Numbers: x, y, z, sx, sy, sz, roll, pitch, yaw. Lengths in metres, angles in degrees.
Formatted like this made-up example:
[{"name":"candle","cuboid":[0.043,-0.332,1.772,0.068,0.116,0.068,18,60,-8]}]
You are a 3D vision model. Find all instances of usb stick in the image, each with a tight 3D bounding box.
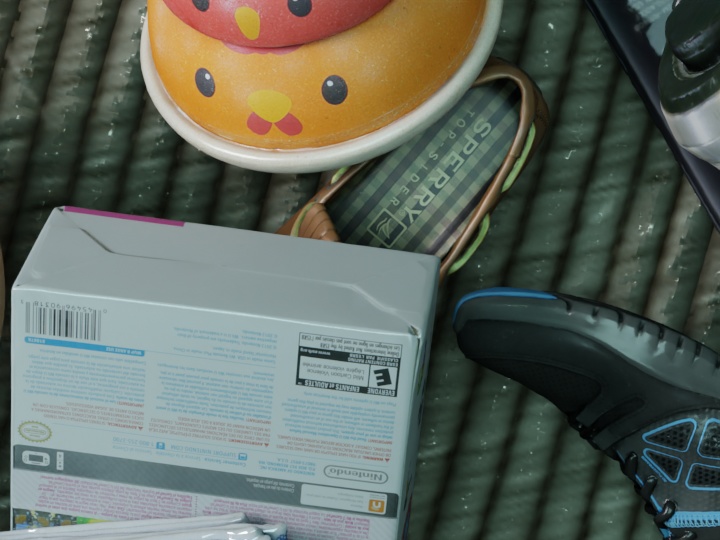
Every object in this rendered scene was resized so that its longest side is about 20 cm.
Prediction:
[{"name":"usb stick","cuboid":[0.152,-0.054,0.963,0.055,0.033,0.200,-30,88,9]}]

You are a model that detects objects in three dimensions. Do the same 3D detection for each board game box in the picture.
[{"name":"board game box","cuboid":[-0.054,0.084,0.911,0.147,0.064,0.201,8,121,3]}]

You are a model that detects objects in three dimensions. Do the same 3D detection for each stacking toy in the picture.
[{"name":"stacking toy","cuboid":[-0.035,-0.145,0.877,0.146,0.200,0.146,-8,53,11]}]

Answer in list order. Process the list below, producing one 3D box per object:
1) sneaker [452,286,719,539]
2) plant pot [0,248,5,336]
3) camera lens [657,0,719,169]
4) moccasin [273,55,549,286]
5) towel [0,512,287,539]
[{"name":"sneaker","cuboid":[0.123,0.067,0.942,0.200,0.073,0.082,23,92,4]},{"name":"plant pot","cuboid":[-0.224,-0.013,0.939,0.200,0.093,0.201,5,113,12]},{"name":"camera lens","cuboid":[0.222,-0.073,0.882,0.200,0.160,0.160,32,91,-10]},{"name":"moccasin","cuboid":[0.001,0.001,0.947,0.201,0.078,0.074,-45,90,4]},{"name":"towel","cuboid":[-0.082,0.179,0.923,0.146,0.024,0.200,-4,120,12]}]
